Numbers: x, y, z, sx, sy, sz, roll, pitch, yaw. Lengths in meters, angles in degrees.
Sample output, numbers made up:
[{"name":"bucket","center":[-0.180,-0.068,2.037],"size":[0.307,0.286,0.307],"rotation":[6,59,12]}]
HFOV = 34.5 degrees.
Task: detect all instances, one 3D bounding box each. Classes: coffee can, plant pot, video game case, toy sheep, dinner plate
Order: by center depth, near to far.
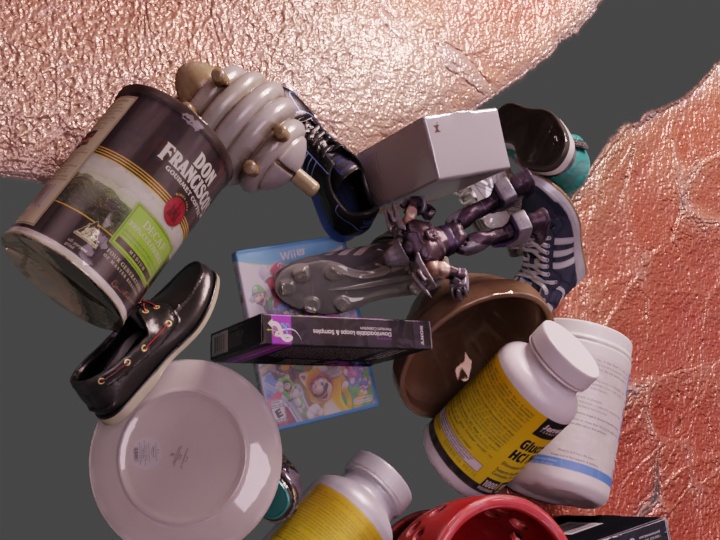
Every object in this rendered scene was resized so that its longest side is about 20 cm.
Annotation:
[{"name":"coffee can","center":[-0.241,-0.064,1.166],"size":[0.146,0.146,0.201],"rotation":[41,65,-16]},{"name":"dinner plate","center":[-0.178,0.188,1.169],"size":[0.197,0.024,0.203],"rotation":[-1,74,2]},{"name":"toy sheep","center":[-0.124,-0.150,1.253],"size":[0.200,0.138,0.138],"rotation":[46,62,2]},{"name":"plant pot","center":[0.110,0.347,1.258],"size":[0.198,0.182,0.204],"rotation":[6,78,-28]},{"name":"video game case","center":[-0.061,0.069,1.313],"size":[0.141,0.018,0.203],"rotation":[-9,85,-29]},{"name":"plant pot","center":[0.117,0.071,1.344],"size":[0.198,0.203,0.093],"rotation":[-3,42,-29]}]

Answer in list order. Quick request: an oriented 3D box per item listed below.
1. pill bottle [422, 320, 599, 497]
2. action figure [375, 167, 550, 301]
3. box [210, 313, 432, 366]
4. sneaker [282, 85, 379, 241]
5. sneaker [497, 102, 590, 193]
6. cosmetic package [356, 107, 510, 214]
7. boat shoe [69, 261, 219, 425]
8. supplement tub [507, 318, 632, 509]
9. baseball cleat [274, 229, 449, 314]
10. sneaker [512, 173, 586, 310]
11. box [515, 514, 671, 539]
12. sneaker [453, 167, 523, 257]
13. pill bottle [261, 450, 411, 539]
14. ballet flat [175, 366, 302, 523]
[{"name":"pill bottle","center":[0.171,0.155,1.303],"size":[0.112,0.200,0.113],"rotation":[35,22,-17]},{"name":"action figure","center":[0.106,-0.036,1.248],"size":[0.197,0.069,0.132],"rotation":[-20,75,-16]},{"name":"box","center":[-0.043,0.075,1.230],"size":[0.197,0.143,0.037],"rotation":[6,76,-28]},{"name":"sneaker","center":[-0.044,-0.132,1.321],"size":[0.070,0.078,0.201],"rotation":[-33,90,-32]},{"name":"sneaker","center":[0.240,-0.138,1.430],"size":[0.120,0.200,0.084],"rotation":[30,100,-23]},{"name":"cosmetic package","center":[0.070,-0.119,1.317],"size":[0.100,0.199,0.072],"rotation":[-11,85,-28]},{"name":"boat shoe","center":[-0.216,0.062,1.187],"size":[0.202,0.073,0.063],"rotation":[-53,125,-29]},{"name":"supplement tub","center":[0.251,0.174,1.399],"size":[0.131,0.132,0.203],"rotation":[23,71,-23]},{"name":"baseball cleat","center":[0.000,0.000,1.316],"size":[0.197,0.107,0.071],"rotation":[-3,113,-4]},{"name":"sneaker","center":[0.215,-0.018,1.410],"size":[0.109,0.070,0.201],"rotation":[-46,139,-17]},{"name":"box","center":[0.264,0.392,1.324],"size":[0.122,0.199,0.200],"rotation":[-10,84,-28]},{"name":"sneaker","center":[0.157,-0.095,1.437],"size":[0.199,0.074,0.088],"rotation":[36,70,-18]},{"name":"pill bottle","center":[-0.036,0.291,1.229],"size":[0.200,0.112,0.112],"rotation":[-45,102,-27]},{"name":"ballet flat","center":[-0.131,0.179,1.222],"size":[0.072,0.072,0.201],"rotation":[-34,75,-29]}]
